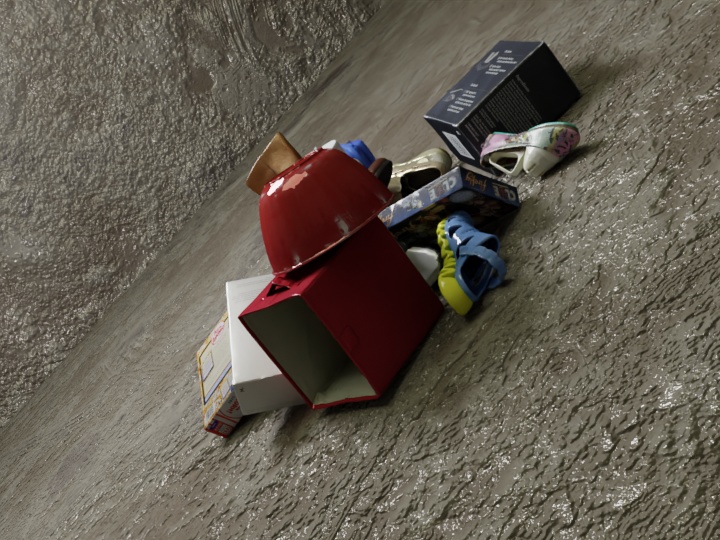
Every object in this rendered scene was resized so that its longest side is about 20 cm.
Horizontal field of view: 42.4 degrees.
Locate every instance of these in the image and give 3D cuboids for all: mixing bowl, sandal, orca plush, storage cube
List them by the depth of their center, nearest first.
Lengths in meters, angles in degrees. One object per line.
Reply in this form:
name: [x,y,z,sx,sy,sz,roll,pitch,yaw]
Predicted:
mixing bowl: [-0.063,-0.094,1.250,0.198,0.109,0.200,-32,10,6]
sandal: [0.154,-0.021,1.262,0.086,0.080,0.202,-31,29,20]
storage cube: [-0.026,0.056,1.275,0.170,0.201,0.180,-20,23,51]
orca plush: [0.067,0.023,1.403,0.200,0.070,0.107,-44,59,33]

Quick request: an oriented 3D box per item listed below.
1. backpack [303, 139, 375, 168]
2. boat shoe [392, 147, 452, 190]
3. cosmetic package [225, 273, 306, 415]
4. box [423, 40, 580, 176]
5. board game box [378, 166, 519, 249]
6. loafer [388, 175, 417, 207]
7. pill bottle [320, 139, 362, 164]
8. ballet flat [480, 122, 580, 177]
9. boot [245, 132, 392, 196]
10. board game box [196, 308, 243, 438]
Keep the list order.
backpack: [-0.038,-0.185,1.889,0.168,0.163,0.199,-44,17,-14]
boat shoe: [0.081,-0.159,1.726,0.198,0.073,0.065,-24,24,33]
cosmetic package: [-0.145,0.108,1.418,0.105,0.086,0.202,-9,49,-2]
box: [0.236,-0.282,1.582,0.200,0.118,0.197,-44,19,1]
board game box: [0.119,-0.083,1.380,0.199,0.134,0.035,-28,62,41]
loafer: [0.047,-0.128,1.526,0.076,0.197,0.068,-58,-9,-65]
pill bottle: [-0.016,-0.122,1.634,0.112,0.201,0.113,-37,17,14]
ballet flat: [0.251,-0.176,1.403,0.199,0.069,0.072,6,69,59]
boot: [-0.066,-0.152,1.495,0.189,0.200,0.068,-52,-20,14]
board game box: [-0.215,0.155,1.561,0.152,0.046,0.201,-52,30,21]
